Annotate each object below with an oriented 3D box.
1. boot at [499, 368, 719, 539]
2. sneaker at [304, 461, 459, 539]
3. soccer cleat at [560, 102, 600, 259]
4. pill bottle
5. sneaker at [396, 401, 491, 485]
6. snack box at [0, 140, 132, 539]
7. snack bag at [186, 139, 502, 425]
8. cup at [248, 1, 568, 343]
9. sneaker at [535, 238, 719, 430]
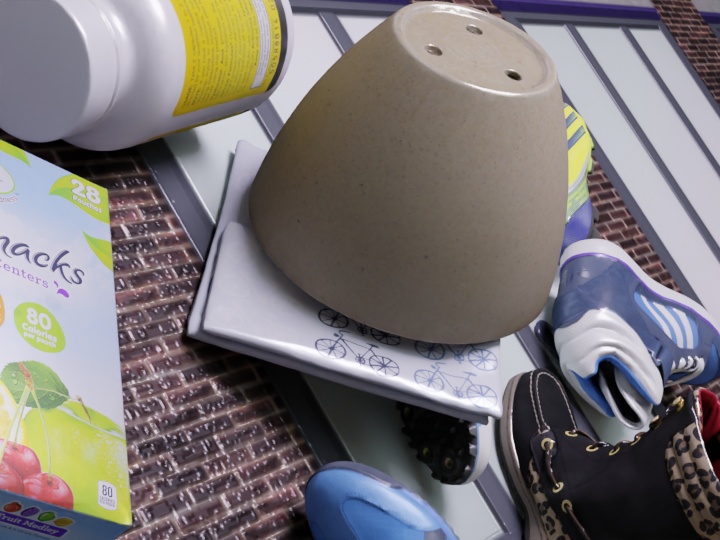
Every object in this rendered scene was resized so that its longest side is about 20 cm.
[{"bbox_3d":[0.171,0.123,0.976,0.073,0.150,0.200,32,35,-31],"label":"boot"},{"bbox_3d":[0.030,0.192,0.791,0.200,0.066,0.078,55,33,3],"label":"sneaker"},{"bbox_3d":[0.155,-0.092,1.274,0.084,0.065,0.201,32,36,-28],"label":"soccer cleat"},{"bbox_3d":[-0.130,-0.130,0.862,0.111,0.111,0.200,54,29,3],"label":"pill bottle"},{"bbox_3d":[0.059,0.050,0.975,0.072,0.072,0.200,16,45,-31],"label":"sneaker"},{"bbox_3d":[-0.191,0.021,0.659,0.168,0.068,0.200,26,38,-38],"label":"snack box"},{"bbox_3d":[0.000,0.000,0.920,0.188,0.021,0.200,17,38,-7],"label":"snack bag"},{"bbox_3d":[0.047,-0.075,0.903,0.200,0.144,0.201,14,35,-10],"label":"cup"},{"bbox_3d":[0.224,0.080,1.183,0.200,0.080,0.147,38,41,-31],"label":"sneaker"}]
